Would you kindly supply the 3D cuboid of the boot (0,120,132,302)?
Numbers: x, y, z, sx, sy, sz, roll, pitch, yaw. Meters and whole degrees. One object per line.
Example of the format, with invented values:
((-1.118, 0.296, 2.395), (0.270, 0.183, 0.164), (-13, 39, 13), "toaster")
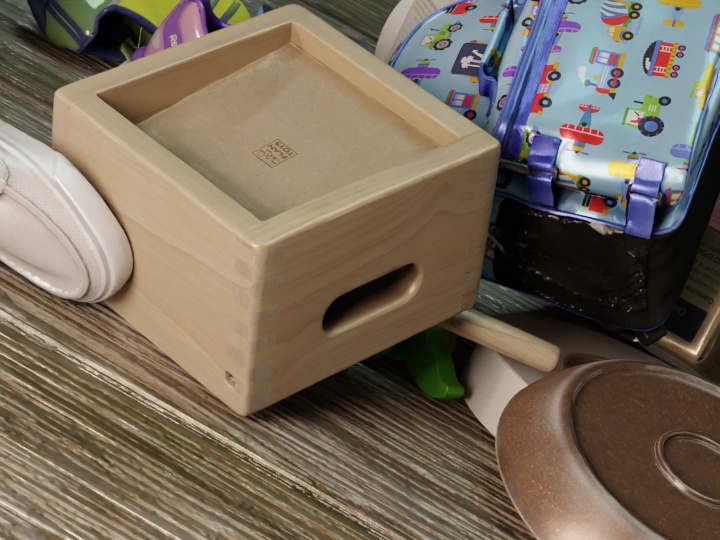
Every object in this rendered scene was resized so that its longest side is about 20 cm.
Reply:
((-0.207, -0.037, 1.238), (0.200, 0.074, 0.096), (39, 46, 1), "boot")

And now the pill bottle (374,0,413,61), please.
((0.111, -0.127, 1.913), (0.200, 0.115, 0.114), (35, 18, 27), "pill bottle")

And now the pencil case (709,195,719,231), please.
((0.228, -0.048, 1.595), (0.087, 0.088, 0.200), (16, 8, -34), "pencil case")

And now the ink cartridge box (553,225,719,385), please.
((0.168, 0.005, 1.552), (0.164, 0.075, 0.200), (29, -1, 24), "ink cartridge box")

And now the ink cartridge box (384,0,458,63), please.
((0.079, -0.142, 1.753), (0.076, 0.201, 0.148), (21, 17, -19), "ink cartridge box")

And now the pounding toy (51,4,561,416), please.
((-0.021, -0.018, 1.309), (0.200, 0.143, 0.184), (-24, 46, -36), "pounding toy")

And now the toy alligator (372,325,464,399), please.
((0.000, 0.000, 1.443), (0.059, 0.054, 0.200), (11, 22, -44), "toy alligator")

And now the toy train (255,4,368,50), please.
((0.001, -0.074, 1.568), (0.199, 0.115, 0.087), (24, 16, -8), "toy train")

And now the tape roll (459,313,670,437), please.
((0.150, 0.089, 1.436), (0.202, 0.037, 0.203), (24, 15, -7), "tape roll")

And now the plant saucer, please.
((0.163, 0.108, 1.304), (0.200, 0.035, 0.201), (19, 33, -13), "plant saucer")

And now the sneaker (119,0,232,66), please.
((-0.050, -0.110, 1.657), (0.200, 0.089, 0.081), (26, 14, -6), "sneaker")

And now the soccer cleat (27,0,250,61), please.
((-0.138, -0.157, 1.735), (0.200, 0.065, 0.084), (6, 43, -54), "soccer cleat")

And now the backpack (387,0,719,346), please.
((0.095, -0.079, 1.407), (0.199, 0.135, 0.183), (16, 55, 16), "backpack")
